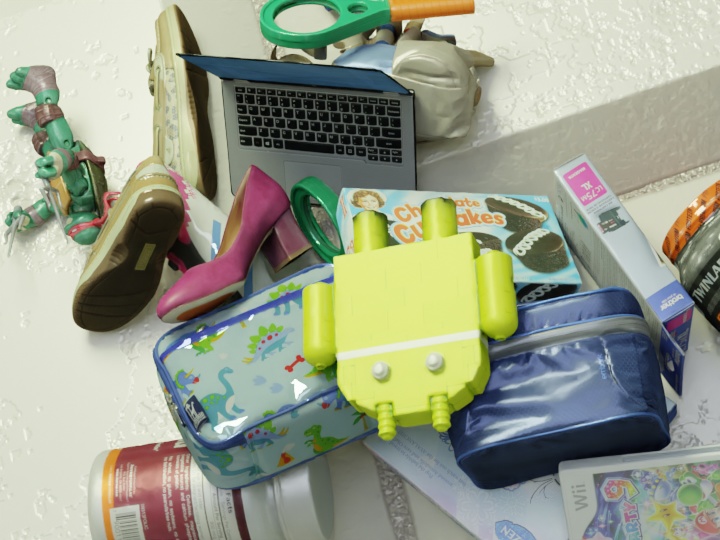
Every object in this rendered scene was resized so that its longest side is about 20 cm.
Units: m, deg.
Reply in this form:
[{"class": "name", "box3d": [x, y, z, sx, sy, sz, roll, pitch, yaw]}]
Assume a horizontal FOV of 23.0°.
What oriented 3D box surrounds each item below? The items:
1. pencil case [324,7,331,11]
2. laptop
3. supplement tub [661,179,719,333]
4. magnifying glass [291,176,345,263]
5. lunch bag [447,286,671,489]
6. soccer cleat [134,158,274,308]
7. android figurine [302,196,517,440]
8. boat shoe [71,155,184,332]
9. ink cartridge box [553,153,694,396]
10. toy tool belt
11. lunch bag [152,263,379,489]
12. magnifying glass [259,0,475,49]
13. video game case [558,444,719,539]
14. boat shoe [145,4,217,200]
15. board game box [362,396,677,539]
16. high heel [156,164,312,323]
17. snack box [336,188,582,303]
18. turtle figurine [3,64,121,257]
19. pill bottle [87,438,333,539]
[{"class": "pencil case", "box3d": [0.036, -0.326, 1.718, 0.198, 0.087, 0.079, -25, 101, 4]}, {"class": "laptop", "box3d": [-0.053, -0.121, 1.590, 0.185, 0.202, 0.116, 7, 33, 15]}, {"class": "supplement tub", "box3d": [0.358, 0.020, 1.506, 0.122, 0.123, 0.200, -41, 67, -4]}, {"class": "magnifying glass", "box3d": [0.000, 0.000, 1.617, 0.022, 0.080, 0.201, -29, 76, -23]}, {"class": "lunch bag", "box3d": [0.150, 0.093, 1.472, 0.198, 0.136, 0.134, -13, 67, 9]}, {"class": "soccer cleat", "box3d": [-0.138, -0.026, 1.658, 0.086, 0.070, 0.201, -23, 71, -37]}, {"class": "android figurine", "box3d": [0.039, 0.040, 1.431, 0.180, 0.041, 0.202, -8, 64, 16]}, {"class": "boat shoe", "box3d": [-0.215, -0.025, 1.636, 0.200, 0.071, 0.077, -52, 40, 38]}, {"class": "ink cartridge box", "box3d": [0.236, 0.005, 1.539, 0.042, 0.120, 0.201, -29, 67, -4]}, {"class": "toy tool belt", "box3d": [0.020, -0.188, 1.671, 0.198, 0.126, 0.123, 9, 33, 12]}, {"class": "lunch bag", "box3d": [-0.071, 0.086, 1.514, 0.198, 0.083, 0.161, -22, 44, -11]}, {"class": "magnifying glass", "box3d": [0.006, -0.237, 1.624, 0.198, 0.023, 0.080, -8, 40, -2]}, {"class": "video game case", "box3d": [0.272, 0.213, 1.464, 0.198, 0.018, 0.144, -7, 114, 10]}, {"class": "boat shoe", "box3d": [-0.184, -0.161, 1.714, 0.062, 0.073, 0.202, -11, 72, 13]}, {"class": "board game box", "box3d": [0.139, 0.139, 1.554, 0.200, 0.043, 0.199, 38, 81, 21]}, {"class": "high heel", "box3d": [-0.130, -0.023, 1.570, 0.067, 0.200, 0.097, -36, 86, 38]}, {"class": "snack box", "box3d": [0.085, -0.019, 1.558, 0.198, 0.037, 0.117, 1, 43, -17]}, {"class": "turtle figurine", "box3d": [-0.294, -0.089, 1.700, 0.100, 0.150, 0.202, -2, 60, -32]}, {"class": "pill bottle", "box3d": [-0.130, 0.202, 1.553, 0.198, 0.114, 0.115, -8, 69, 9]}]
